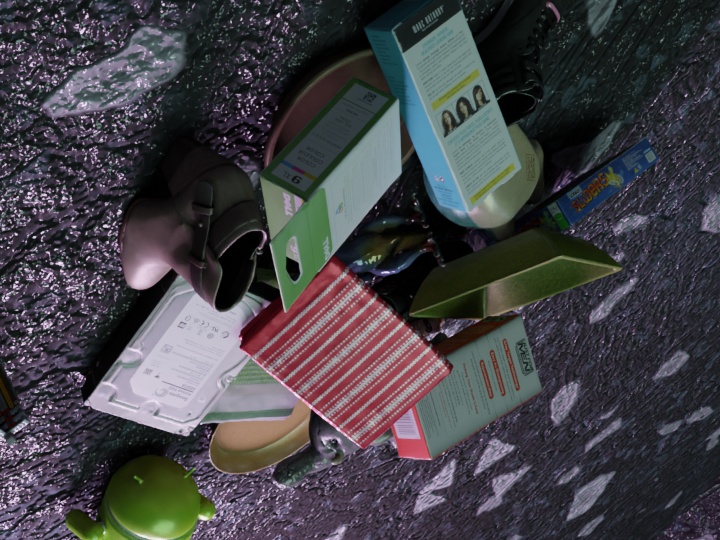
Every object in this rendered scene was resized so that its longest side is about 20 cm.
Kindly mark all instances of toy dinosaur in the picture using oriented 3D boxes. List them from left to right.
[{"bbox_3d":[0.000,0.000,1.232,0.180,0.106,0.200,-26,166,9],"label":"toy dinosaur"}]

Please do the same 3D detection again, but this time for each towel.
[{"bbox_3d":[-0.103,0.088,1.289,0.148,0.031,0.202,4,119,-44],"label":"towel"},{"bbox_3d":[-0.015,0.087,1.181,0.144,0.023,0.200,-42,114,13],"label":"towel"}]

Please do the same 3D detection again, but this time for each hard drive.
[{"bbox_3d":[-0.187,0.081,1.179,0.139,0.038,0.200,25,114,-37],"label":"hard drive"}]

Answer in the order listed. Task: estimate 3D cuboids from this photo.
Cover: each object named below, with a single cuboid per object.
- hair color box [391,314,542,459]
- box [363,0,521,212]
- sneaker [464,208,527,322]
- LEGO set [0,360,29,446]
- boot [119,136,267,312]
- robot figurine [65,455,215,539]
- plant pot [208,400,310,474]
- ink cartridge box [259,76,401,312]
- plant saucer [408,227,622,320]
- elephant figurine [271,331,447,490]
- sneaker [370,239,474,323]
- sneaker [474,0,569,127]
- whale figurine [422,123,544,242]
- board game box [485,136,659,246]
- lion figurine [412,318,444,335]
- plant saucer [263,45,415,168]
[{"bbox_3d":[0.119,0.133,1.307,0.198,0.103,0.061,-23,-171,-37],"label":"hair color box"},{"bbox_3d":[0.081,-0.162,1.067,0.082,0.049,0.202,-38,120,-22],"label":"box"},{"bbox_3d":[0.180,0.000,1.449,0.086,0.075,0.201,-27,147,-26],"label":"sneaker"},{"bbox_3d":[-0.387,0.113,0.974,0.153,0.116,0.201,-32,147,-10],"label":"LEGO set"},{"bbox_3d":[-0.154,-0.017,1.018,0.070,0.147,0.201,-7,136,-37],"label":"boot"},{"bbox_3d":[-0.261,0.307,1.345,0.173,0.116,0.201,-3,134,-36],"label":"robot figurine"},{"bbox_3d":[-0.110,0.183,1.425,0.198,0.028,0.201,-27,146,-19],"label":"plant pot"},{"bbox_3d":[-0.039,-0.072,1.026,0.201,0.059,0.104,-51,156,-28],"label":"ink cartridge box"},{"bbox_3d":[0.176,0.003,1.286,0.198,0.049,0.199,-23,165,29],"label":"plant saucer"},{"bbox_3d":[0.001,0.167,1.327,0.198,0.157,0.141,4,158,-32],"label":"elephant figurine"},{"bbox_3d":[0.063,0.029,1.319,0.199,0.075,0.106,-34,-179,-10],"label":"sneaker"},{"bbox_3d":[0.174,-0.224,1.134,0.200,0.099,0.071,-44,146,7],"label":"sneaker"},{"bbox_3d":[0.140,-0.112,1.243,0.199,0.102,0.162,-7,95,-59],"label":"whale figurine"},{"bbox_3d":[0.258,-0.085,1.351,0.199,0.035,0.135,-33,180,-38],"label":"board game box"},{"bbox_3d":[0.040,0.107,1.447,0.121,0.073,0.201,-18,148,-26],"label":"lion figurine"},{"bbox_3d":[-0.013,-0.143,1.113,0.198,0.030,0.201,-26,145,-19],"label":"plant saucer"}]
